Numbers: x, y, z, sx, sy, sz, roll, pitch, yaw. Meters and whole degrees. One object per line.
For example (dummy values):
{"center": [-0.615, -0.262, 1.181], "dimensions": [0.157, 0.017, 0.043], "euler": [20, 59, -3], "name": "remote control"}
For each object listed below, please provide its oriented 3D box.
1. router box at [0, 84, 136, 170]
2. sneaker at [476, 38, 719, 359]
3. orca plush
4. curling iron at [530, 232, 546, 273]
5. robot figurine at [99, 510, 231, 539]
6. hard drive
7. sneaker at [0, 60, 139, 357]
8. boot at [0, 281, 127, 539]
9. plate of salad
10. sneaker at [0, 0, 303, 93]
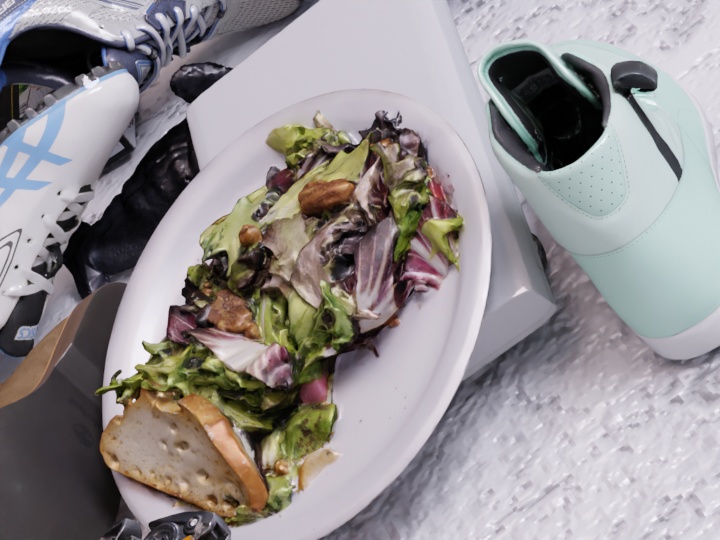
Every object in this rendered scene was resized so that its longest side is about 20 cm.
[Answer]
{"center": [-0.195, -0.100, 1.311], "dimensions": [0.148, 0.051, 0.201], "euler": [-30, 35, 16], "name": "router box"}
{"center": [0.086, -0.064, 0.938], "dimensions": [0.074, 0.118, 0.201], "euler": [-35, 32, 8], "name": "sneaker"}
{"center": [-0.073, -0.073, 1.144], "dimensions": [0.199, 0.071, 0.106], "euler": [-26, 35, 19], "name": "orca plush"}
{"center": [0.000, 0.000, 1.027], "dimensions": [0.199, 0.026, 0.050], "euler": [1, 57, 43], "name": "curling iron"}
{"center": [-0.111, 0.174, 0.902], "dimensions": [0.199, 0.058, 0.145], "euler": [-32, 34, 12], "name": "robot figurine"}
{"center": [-0.002, -0.028, 1.003], "dimensions": [0.132, 0.026, 0.201], "euler": [-36, 47, 22], "name": "hard drive"}
{"center": [-0.159, -0.009, 1.129], "dimensions": [0.200, 0.072, 0.072], "euler": [-52, -10, 13], "name": "sneaker"}
{"center": [-0.144, 0.087, 1.023], "dimensions": [0.075, 0.074, 0.200], "euler": [-31, 17, 33], "name": "boot"}
{"center": [-0.035, 0.015, 0.956], "dimensions": [0.199, 0.048, 0.202], "euler": [-22, 53, 33], "name": "plate of salad"}
{"center": [-0.115, -0.117, 1.197], "dimensions": [0.198, 0.077, 0.086], "euler": [-10, 54, -21], "name": "sneaker"}
